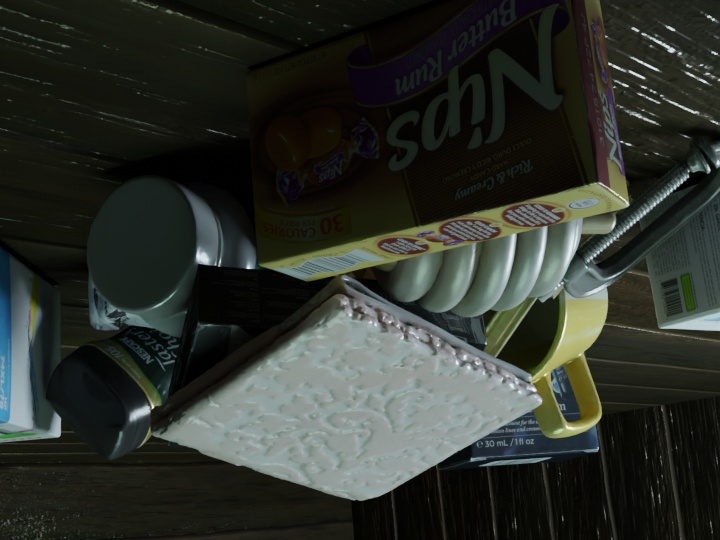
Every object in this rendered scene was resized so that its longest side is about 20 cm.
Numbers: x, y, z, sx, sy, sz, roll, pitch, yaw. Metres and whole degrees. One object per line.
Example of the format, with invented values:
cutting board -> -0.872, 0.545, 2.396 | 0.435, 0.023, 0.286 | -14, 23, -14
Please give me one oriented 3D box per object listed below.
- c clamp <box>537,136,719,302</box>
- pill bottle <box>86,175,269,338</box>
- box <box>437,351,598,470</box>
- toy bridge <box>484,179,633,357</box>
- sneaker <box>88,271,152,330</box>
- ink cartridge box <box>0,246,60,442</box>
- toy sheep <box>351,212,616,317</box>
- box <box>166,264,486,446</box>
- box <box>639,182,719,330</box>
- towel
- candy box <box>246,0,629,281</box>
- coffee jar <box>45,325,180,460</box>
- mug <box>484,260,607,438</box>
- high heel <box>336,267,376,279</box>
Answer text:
c clamp -> 0.212, -0.036, 0.835 | 0.199, 0.027, 0.171 | -39, 154, 6
pill bottle -> -0.108, -0.001, 0.833 | 0.111, 0.115, 0.199 | -11, 166, 23
box -> 0.156, 0.104, 1.182 | 0.146, 0.203, 0.107 | -2, 165, -16
toy bridge -> 0.152, 0.003, 0.890 | 0.201, 0.027, 0.067 | -50, 162, -2
sneaker -> -0.172, 0.010, 0.950 | 0.113, 0.076, 0.200 | -1, 171, -18
ink cartridge box -> -0.359, 0.071, 0.964 | 0.144, 0.149, 0.200 | -5, 167, 0
toy sheep -> 0.071, -0.037, 0.693 | 0.197, 0.140, 0.138 | -4, 167, -14
box -> -0.029, 0.069, 0.776 | 0.197, 0.050, 0.159 | 6, 142, -16
box -> 0.351, -0.010, 0.974 | 0.198, 0.114, 0.101 | 5, 162, -39
towel -> -0.009, 0.090, 0.739 | 0.199, 0.033, 0.190 | 27, 131, -37
candy box -> 0.035, -0.072, 0.589 | 0.197, 0.119, 0.056 | -13, 164, 30
coffee jar -> -0.197, 0.093, 1.045 | 0.200, 0.104, 0.086 | -35, 160, -51
mug -> 0.156, 0.049, 1.033 | 0.148, 0.190, 0.152 | 8, -174, 36
high heel -> 0.000, 0.000, 0.803 | 0.095, 0.068, 0.202 | 11, 131, 21
